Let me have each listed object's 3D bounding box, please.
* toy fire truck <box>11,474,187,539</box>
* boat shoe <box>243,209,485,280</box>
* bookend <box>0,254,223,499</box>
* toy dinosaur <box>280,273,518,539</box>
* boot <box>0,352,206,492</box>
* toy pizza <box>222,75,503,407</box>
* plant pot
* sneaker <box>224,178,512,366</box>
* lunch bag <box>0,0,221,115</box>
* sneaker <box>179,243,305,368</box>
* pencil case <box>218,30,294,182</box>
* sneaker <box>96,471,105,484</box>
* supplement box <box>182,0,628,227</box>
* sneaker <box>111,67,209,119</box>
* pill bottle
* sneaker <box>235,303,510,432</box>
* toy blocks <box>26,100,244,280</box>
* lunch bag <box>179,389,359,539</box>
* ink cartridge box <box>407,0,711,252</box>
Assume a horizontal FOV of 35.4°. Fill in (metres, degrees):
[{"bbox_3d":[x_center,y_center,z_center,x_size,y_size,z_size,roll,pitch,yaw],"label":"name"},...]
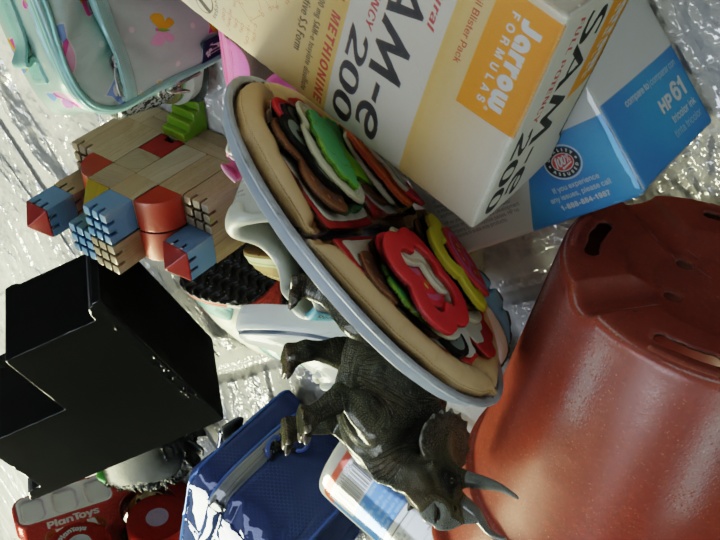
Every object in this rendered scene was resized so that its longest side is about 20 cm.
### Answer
[{"bbox_3d":[-0.261,0.276,1.209,0.168,0.199,0.113,-126,26,-46],"label":"toy fire truck"},{"bbox_3d":[0.000,0.000,0.771,0.199,0.074,0.067,5,126,45],"label":"boat shoe"},{"bbox_3d":[-0.251,0.082,0.954,0.199,0.199,0.092,54,-164,-49],"label":"bookend"},{"bbox_3d":[0.011,0.051,0.602,0.077,0.102,0.201,115,154,-57],"label":"toy dinosaur"},{"bbox_3d":[-0.258,0.141,1.108,0.197,0.073,0.163,-14,109,11],"label":"boot"},{"bbox_3d":[0.012,-0.022,0.548,0.032,0.200,0.200,-39,90,16],"label":"toy pizza"},{"bbox_3d":[0.152,0.080,0.593,0.200,0.200,0.196,31,131,25],"label":"plant pot"},{"bbox_3d":[0.001,0.010,0.665,0.200,0.087,0.075,37,138,-10],"label":"sneaker"},{"bbox_3d":[-0.160,-0.199,0.701,0.077,0.160,0.201,5,124,45],"label":"lunch bag"},{"bbox_3d":[-0.044,0.040,0.877,0.199,0.071,0.094,22,161,23],"label":"sneaker"},{"bbox_3d":[-0.054,-0.152,0.679,0.091,0.093,0.201,-130,27,-52],"label":"pencil case"},{"bbox_3d":[-0.264,0.140,1.171,0.078,0.085,0.201,7,125,44],"label":"sneaker"},{"bbox_3d":[0.011,-0.133,0.502,0.200,0.073,0.126,39,142,16],"label":"supplement box"},{"bbox_3d":[-0.184,-0.195,0.791,0.077,0.089,0.201,-13,110,51],"label":"sneaker"},{"bbox_3d":[0.077,0.180,0.813,0.200,0.112,0.113,39,143,16],"label":"pill bottle"},{"bbox_3d":[0.006,0.072,0.764,0.199,0.071,0.073,14,171,9],"label":"sneaker"},{"bbox_3d":[-0.158,-0.055,0.843,0.199,0.137,0.100,25,136,31],"label":"toy blocks"},{"bbox_3d":[-0.080,0.202,0.980,0.132,0.136,0.201,38,142,17],"label":"lunch bag"},{"bbox_3d":[0.064,-0.125,0.586,0.144,0.085,0.201,-19,107,52],"label":"ink cartridge box"}]
